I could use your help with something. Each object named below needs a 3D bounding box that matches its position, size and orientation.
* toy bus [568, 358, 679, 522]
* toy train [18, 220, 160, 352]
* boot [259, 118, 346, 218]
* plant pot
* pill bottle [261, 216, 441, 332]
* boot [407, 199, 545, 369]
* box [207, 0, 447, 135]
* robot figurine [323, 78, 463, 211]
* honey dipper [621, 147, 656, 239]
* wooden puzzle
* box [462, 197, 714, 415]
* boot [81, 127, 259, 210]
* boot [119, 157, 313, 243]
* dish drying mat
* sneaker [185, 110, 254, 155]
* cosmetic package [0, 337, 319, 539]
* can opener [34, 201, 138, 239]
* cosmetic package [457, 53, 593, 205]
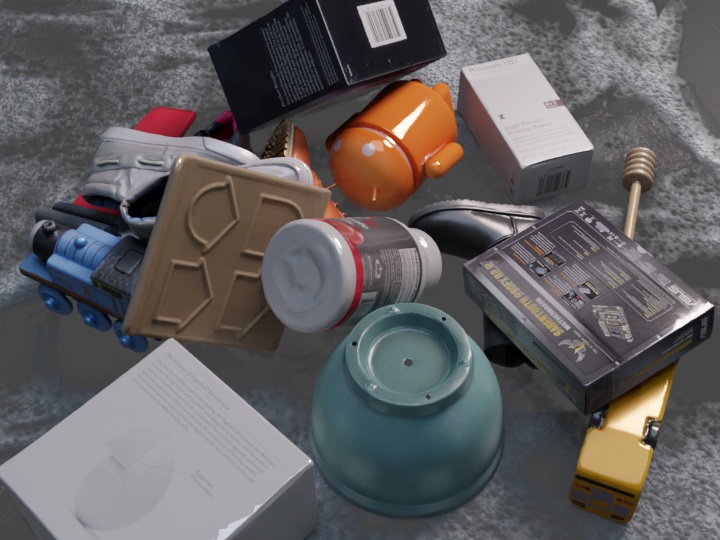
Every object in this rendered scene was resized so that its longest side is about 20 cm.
[{"bbox_3d":[0.263,0.137,0.982,0.065,0.079,0.200,16,51,17],"label":"toy bus"},{"bbox_3d":[-0.276,0.008,1.082,0.199,0.115,0.087,23,53,19],"label":"toy train"},{"bbox_3d":[-0.064,-0.078,1.156,0.107,0.075,0.201,12,61,-30],"label":"boot"},{"bbox_3d":[0.046,0.117,0.968,0.199,0.135,0.201,0,49,0],"label":"plant pot"},{"bbox_3d":[0.000,0.000,1.040,0.111,0.111,0.200,36,23,28],"label":"pill bottle"},{"bbox_3d":[0.138,0.017,1.105,0.164,0.066,0.201,-3,53,1],"label":"boot"},{"bbox_3d":[-0.038,-0.264,1.215,0.198,0.124,0.200,-14,9,45],"label":"box"},{"bbox_3d":[0.041,-0.150,1.210,0.144,0.117,0.200,40,59,1],"label":"robot figurine"},{"bbox_3d":[0.321,-0.065,1.184,0.038,0.038,0.201,11,52,11],"label":"honey dipper"},{"bbox_3d":[-0.137,-0.015,1.014,0.199,0.186,0.046,9,16,-43],"label":"wooden puzzle"},{"bbox_3d":[0.222,0.029,1.000,0.158,0.048,0.200,-29,48,-15],"label":"box"},{"bbox_3d":[-0.213,-0.097,1.130,0.199,0.074,0.096,9,68,16],"label":"boot"},{"bbox_3d":[-0.147,-0.075,1.042,0.199,0.096,0.074,-20,81,0],"label":"boot"},{"bbox_3d":[-0.284,-0.137,1.270,0.076,0.018,0.201,12,51,20],"label":"dish drying mat"},{"bbox_3d":[-0.212,-0.119,1.218,0.080,0.075,0.200,26,55,22],"label":"sneaker"},{"bbox_3d":[-0.175,0.205,0.904,0.199,0.123,0.200,36,60,28],"label":"cosmetic package"},{"bbox_3d":[-0.291,-0.033,1.155,0.199,0.067,0.053,19,28,26],"label":"can opener"},{"bbox_3d":[0.203,-0.181,1.264,0.101,0.074,0.201,-15,52,-12],"label":"cosmetic package"}]
